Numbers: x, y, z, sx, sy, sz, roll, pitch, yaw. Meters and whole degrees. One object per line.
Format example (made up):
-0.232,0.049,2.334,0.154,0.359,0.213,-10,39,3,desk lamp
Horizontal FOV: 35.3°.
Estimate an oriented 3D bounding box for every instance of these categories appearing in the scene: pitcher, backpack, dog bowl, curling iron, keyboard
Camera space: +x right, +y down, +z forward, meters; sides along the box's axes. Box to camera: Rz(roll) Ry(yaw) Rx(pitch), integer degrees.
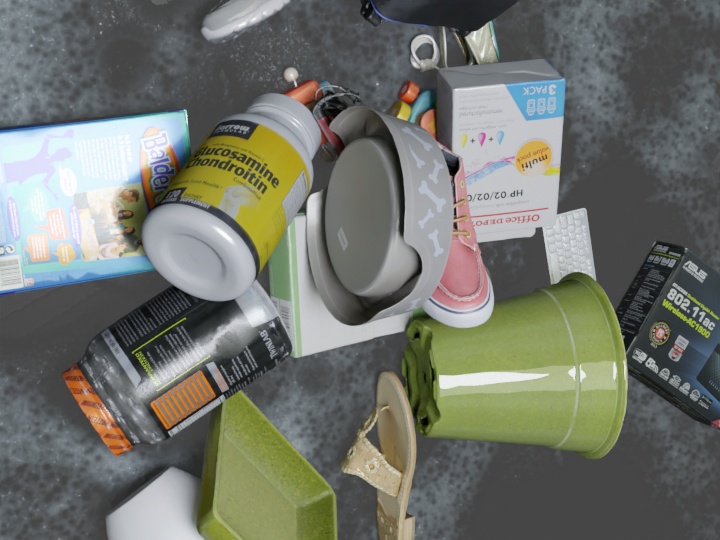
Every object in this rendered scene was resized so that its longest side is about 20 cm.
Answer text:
-0.155,0.293,1.142,0.121,0.172,0.200,-36,92,15,pitcher
0.068,-0.339,1.070,0.182,0.134,0.201,-6,74,-48,backpack
0.017,-0.049,1.035,0.059,0.200,0.201,1,99,-27,dog bowl
0.009,-0.097,1.127,0.049,0.026,0.200,-26,117,3,curling iron
0.248,0.030,1.306,0.056,0.011,0.201,-16,105,-18,keyboard

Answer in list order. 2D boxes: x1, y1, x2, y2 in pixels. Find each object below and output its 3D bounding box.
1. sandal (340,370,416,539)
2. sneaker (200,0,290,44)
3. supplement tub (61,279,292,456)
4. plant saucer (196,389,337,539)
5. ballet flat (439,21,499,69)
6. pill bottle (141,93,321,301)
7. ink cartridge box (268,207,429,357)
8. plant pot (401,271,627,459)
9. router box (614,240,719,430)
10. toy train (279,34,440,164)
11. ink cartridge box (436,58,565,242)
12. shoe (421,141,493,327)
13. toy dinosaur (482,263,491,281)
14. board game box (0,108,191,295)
0.014,0.217,1.212,0.069,0.078,0.212,-11,109,-25,sandal
-0.091,-0.297,1.088,0.082,0.075,0.200,47,70,-16,sneaker
-0.176,0.083,1.088,0.200,0.122,0.123,-33,110,-12,supplement tub
-0.096,0.238,1.119,0.048,0.200,0.200,-31,119,16,plant saucer
0.123,-0.205,1.191,0.062,0.067,0.201,-20,97,-6,ballet flat
-0.111,-0.075,1.055,0.112,0.112,0.200,47,46,-22,pill bottle
0.000,0.000,1.185,0.200,0.048,0.146,-11,105,-35,ink cartridge box
0.149,0.105,1.188,0.189,0.200,0.201,-3,101,-15,plant pot
0.393,0.080,1.339,0.200,0.062,0.150,33,84,-25,router box
0.015,-0.159,1.156,0.200,0.056,0.151,-25,108,-15,toy train
0.139,-0.105,1.146,0.115,0.068,0.201,-7,119,-8,ink cartridge box
0.073,-0.041,1.053,0.071,0.200,0.091,-10,130,-8,shoe
0.080,-0.003,1.167,0.199,0.106,0.061,-7,93,-28,toy dinosaur
-0.256,-0.067,1.071,0.199,0.045,0.153,-9,102,-20,board game box
